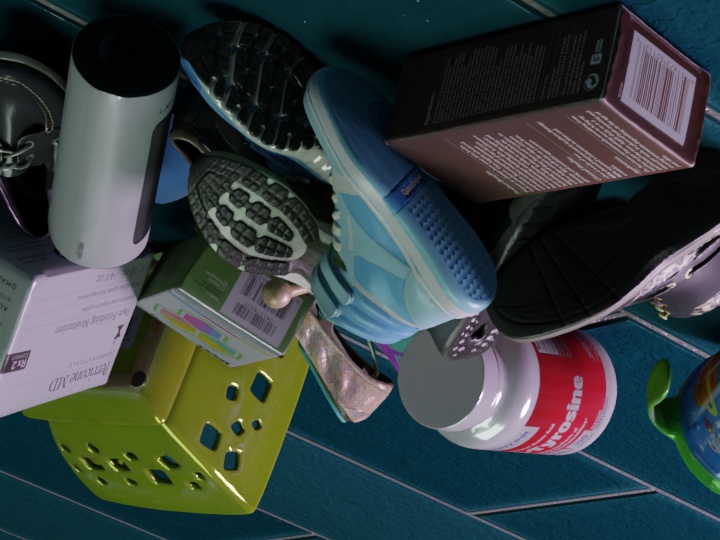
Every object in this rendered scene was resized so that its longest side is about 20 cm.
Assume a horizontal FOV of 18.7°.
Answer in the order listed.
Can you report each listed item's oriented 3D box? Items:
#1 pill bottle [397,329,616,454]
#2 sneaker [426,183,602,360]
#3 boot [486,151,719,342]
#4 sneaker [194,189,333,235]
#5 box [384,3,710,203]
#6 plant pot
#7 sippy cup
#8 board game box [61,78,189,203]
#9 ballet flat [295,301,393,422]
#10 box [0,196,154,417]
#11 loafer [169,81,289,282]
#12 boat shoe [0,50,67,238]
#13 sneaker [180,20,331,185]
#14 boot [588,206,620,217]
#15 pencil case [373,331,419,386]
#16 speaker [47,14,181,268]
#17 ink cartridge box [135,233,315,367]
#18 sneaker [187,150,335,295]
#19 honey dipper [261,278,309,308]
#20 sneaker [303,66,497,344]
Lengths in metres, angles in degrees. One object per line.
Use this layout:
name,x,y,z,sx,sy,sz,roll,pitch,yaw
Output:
pill bottle,0.121,0.094,1.822,0.112,0.113,0.199,0,174,36
sneaker,0.093,-0.043,1.578,0.076,0.114,0.200,0,134,-46
boot,0.195,0.008,1.574,0.203,0.074,0.154,-31,155,2
sneaker,-0.064,-0.035,1.765,0.077,0.073,0.199,37,150,-31
box,0.122,-0.106,1.448,0.199,0.075,0.100,-10,149,45
plant pot,-0.185,0.092,2.008,0.199,0.200,0.182,1,149,35
sippy cup,0.332,0.102,1.762,0.140,0.177,0.131,55,157,21
board game box,-0.212,-0.120,1.705,0.198,0.039,0.158,13,153,1
ballet flat,-0.037,0.038,1.908,0.201,0.067,0.068,56,-170,-16
box,-0.310,0.008,1.783,0.199,0.131,0.199,28,-163,18
loafer,-0.091,-0.052,1.662,0.071,0.063,0.201,-2,132,35
boat shoe,-0.251,-0.092,1.658,0.072,0.063,0.200,9,153,7
sneaker,-0.067,-0.109,1.570,0.089,0.079,0.200,1,155,41
boot,0.132,-0.026,1.683,0.199,0.073,0.166,32,142,-34
pencil case,0.033,0.039,1.850,0.085,0.093,0.200,17,162,35
speaker,-0.183,-0.093,1.607,0.081,0.082,0.201,16,140,-2
ink cartridge box,-0.123,0.028,1.827,0.104,0.060,0.200,34,164,-14
sneaker,-0.055,-0.040,1.615,0.077,0.089,0.200,-42,129,19
honey dipper,0.000,0.000,1.696,0.038,0.038,0.199,-6,-172,44
sneaker,-0.006,-0.034,1.535,0.130,0.079,0.201,-31,92,39
